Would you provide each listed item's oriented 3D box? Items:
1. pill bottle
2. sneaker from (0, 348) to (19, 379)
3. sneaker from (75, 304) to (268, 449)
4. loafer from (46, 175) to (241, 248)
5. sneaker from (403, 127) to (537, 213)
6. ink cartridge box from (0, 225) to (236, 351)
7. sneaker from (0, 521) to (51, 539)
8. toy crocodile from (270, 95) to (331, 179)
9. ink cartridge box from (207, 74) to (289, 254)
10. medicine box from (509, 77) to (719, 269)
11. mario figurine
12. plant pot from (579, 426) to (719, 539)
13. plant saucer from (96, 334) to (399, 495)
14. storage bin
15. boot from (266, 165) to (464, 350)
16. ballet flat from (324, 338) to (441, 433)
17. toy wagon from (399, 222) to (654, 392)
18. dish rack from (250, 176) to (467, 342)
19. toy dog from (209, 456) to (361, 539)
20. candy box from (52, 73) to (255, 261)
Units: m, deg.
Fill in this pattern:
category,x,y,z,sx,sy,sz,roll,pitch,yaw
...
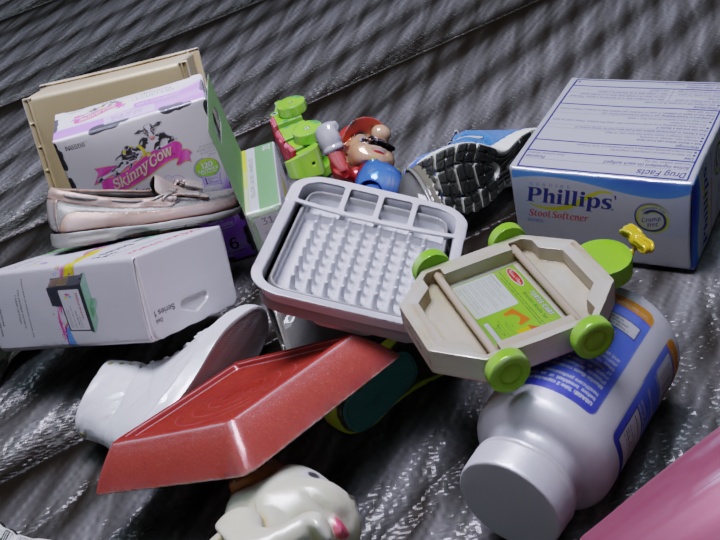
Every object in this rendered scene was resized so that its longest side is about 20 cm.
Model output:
category,x,y,z,sx,sy,sz,roll,pitch,yaw
pill bottle,0.158,0.110,0.799,0.111,0.113,0.200,13,43,34
sneaker,-0.392,0.058,1.115,0.088,0.077,0.200,3,35,37
sneaker,-0.182,0.092,0.984,0.115,0.074,0.200,14,45,31
loafer,-0.221,-0.069,1.070,0.199,0.063,0.072,-13,9,-22
sneaker,0.121,-0.113,1.158,0.199,0.079,0.089,-16,17,-36
ink cartridge box,-0.247,0.017,1.039,0.199,0.085,0.145,-5,12,29
sneaker,-0.282,0.239,0.829,0.087,0.076,0.200,-16,34,-31
toy crocodile,-0.081,-0.165,1.314,0.061,0.068,0.200,-20,35,-7
ink cartridge box,-0.110,-0.099,1.113,0.048,0.201,0.146,-16,34,2
medicine box,0.276,-0.107,1.069,0.181,0.104,0.200,8,41,30
mario figurine,0.022,-0.117,1.167,0.105,0.124,0.200,-28,39,2
plant pot,0.238,0.180,0.619,0.178,0.201,0.201,-28,33,8
plant saucer,-0.098,0.111,0.853,0.199,0.037,0.200,-17,11,42
storage bin,-0.269,-0.140,1.240,0.198,0.200,0.094,-13,17,2
boot,-0.001,-0.002,1.025,0.199,0.073,0.183,-20,58,0
ballet flat,0.042,0.075,0.939,0.199,0.067,0.067,-33,21,-23
toy wagon,0.134,0.019,0.802,0.199,0.040,0.155,-19,36,-10
dish rack,0.001,-0.007,0.926,0.170,0.044,0.200,14,34,4
toy dog,-0.069,0.226,0.724,0.194,0.140,0.200,-33,15,47
candy box,-0.224,-0.093,1.147,0.166,0.201,0.072,-16,34,-2
